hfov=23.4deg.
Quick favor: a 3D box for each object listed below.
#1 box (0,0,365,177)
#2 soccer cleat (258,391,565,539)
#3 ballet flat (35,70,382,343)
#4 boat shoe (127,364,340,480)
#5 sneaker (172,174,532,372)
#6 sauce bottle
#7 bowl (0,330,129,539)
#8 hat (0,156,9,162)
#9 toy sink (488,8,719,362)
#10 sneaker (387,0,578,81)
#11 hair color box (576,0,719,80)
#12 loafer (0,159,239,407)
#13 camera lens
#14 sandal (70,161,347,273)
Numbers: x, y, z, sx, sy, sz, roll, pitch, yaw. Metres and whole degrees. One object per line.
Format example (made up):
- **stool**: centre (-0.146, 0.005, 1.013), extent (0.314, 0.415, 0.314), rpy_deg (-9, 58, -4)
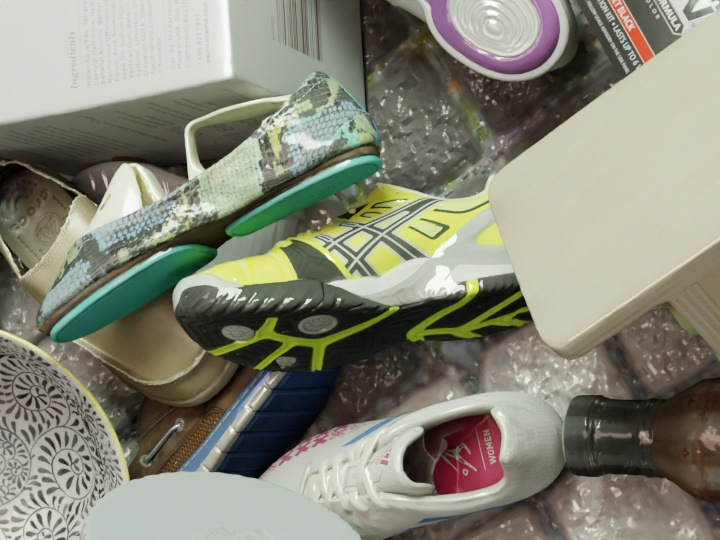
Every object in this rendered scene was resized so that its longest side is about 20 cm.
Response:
- **box**: centre (-0.119, -0.125, 0.960), extent (0.199, 0.152, 0.107), rpy_deg (-7, 81, 26)
- **soccer cleat**: centre (0.009, 0.105, 0.901), extent (0.200, 0.086, 0.070), rpy_deg (-21, 74, 24)
- **ballet flat**: centre (-0.085, -0.036, 0.876), extent (0.200, 0.074, 0.074), rpy_deg (-28, 71, 5)
- **boat shoe**: centre (-0.088, 0.090, 0.961), extent (0.072, 0.072, 0.200), rpy_deg (43, 103, 26)
- **sneaker**: centre (0.000, 0.000, 0.897), extent (0.199, 0.075, 0.077), rpy_deg (-6, 62, -14)
- **sauce bottle**: centre (0.196, 0.081, 0.821), extent (0.199, 0.065, 0.065), rpy_deg (1, 84, 28)
- **bowl**: centre (-0.219, 0.111, 0.963), extent (0.200, 0.094, 0.201), rpy_deg (0, 104, 1)
- **hat**: centre (-0.253, 0.049, 1.045), extent (0.200, 0.166, 0.176), rpy_deg (-26, 97, 17)
- **toy sink**: centre (0.179, -0.028, 0.793), extent (0.200, 0.112, 0.131), rpy_deg (-36, 37, 16)
- **sneaker**: centre (0.032, -0.167, 0.909), extent (0.200, 0.100, 0.075), rpy_deg (44, 109, 12)
- **hair color box**: centre (0.205, -0.165, 0.849), extent (0.200, 0.061, 0.102), rpy_deg (-34, 69, 19)
- **loafer**: centre (-0.147, 0.005, 0.949), extent (0.200, 0.067, 0.076), rpy_deg (34, 90, 30)
- **camera lens**: centre (-0.082, 0.223, 0.868), extent (0.160, 0.160, 0.201), rpy_deg (23, 114, 28)
- **sandal**: centre (-0.084, -0.019, 0.989), extent (0.202, 0.050, 0.083), rpy_deg (8, 104, 33)
